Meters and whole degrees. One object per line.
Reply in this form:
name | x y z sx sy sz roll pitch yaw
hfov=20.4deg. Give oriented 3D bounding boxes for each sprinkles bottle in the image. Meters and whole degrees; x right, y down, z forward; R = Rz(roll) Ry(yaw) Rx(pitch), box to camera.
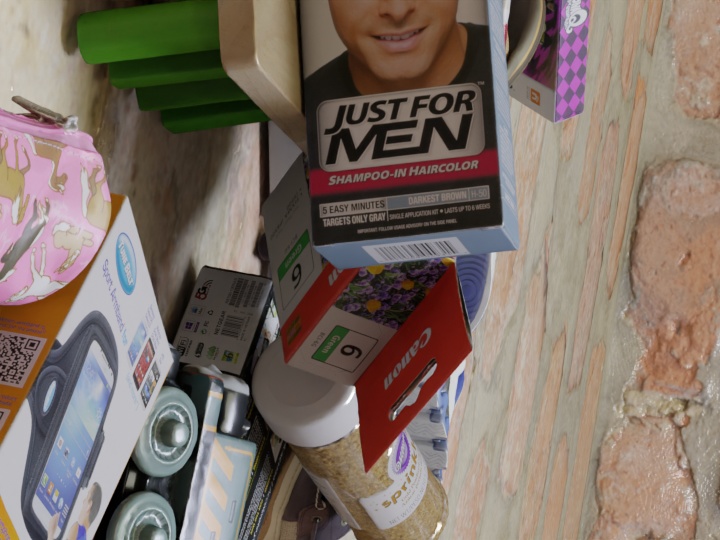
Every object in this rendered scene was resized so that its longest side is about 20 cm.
sprinkles bottle | -0.003 0.109 1.226 0.200 0.068 0.069 60 41 -54

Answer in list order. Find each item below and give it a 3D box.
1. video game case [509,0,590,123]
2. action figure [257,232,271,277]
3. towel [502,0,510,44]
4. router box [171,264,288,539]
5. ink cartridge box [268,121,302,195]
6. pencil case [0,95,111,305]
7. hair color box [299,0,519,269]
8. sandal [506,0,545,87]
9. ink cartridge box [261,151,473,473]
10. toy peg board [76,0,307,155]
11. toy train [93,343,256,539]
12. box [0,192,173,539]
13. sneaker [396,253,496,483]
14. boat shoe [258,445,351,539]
video game case | 0.104 -0.236 1.505 0.036 0.181 0.201 -22 130 -29
action figure | -0.024 0.041 1.385 0.200 0.069 0.131 68 26 -70
towel | 0.050 -0.116 1.160 0.144 0.023 0.202 -176 -85 -67
router box | -0.093 0.122 1.200 0.150 0.051 0.201 80 24 -55
ink cartridge box | -0.002 -0.144 1.314 0.145 0.083 0.201 -57 152 -58
pencil case | -0.167 -0.032 0.770 0.200 0.082 0.087 9 79 -75
hair color box | 0.023 -0.108 1.023 0.061 0.098 0.202 42 43 -73
sandal | 0.062 -0.138 1.278 0.054 0.080 0.201 56 45 -36
ink cartridge box | 0.000 0.000 1.106 0.109 0.050 0.201 -52 -149 31
toy peg board | -0.079 -0.169 1.043 0.200 0.097 0.201 42 43 -74
toy train | -0.110 0.138 1.035 0.114 0.085 0.202 21 76 -52
box | -0.136 0.058 0.904 0.119 0.041 0.201 81 26 -48
sneaker | 0.039 0.051 1.387 0.115 0.080 0.201 -78 180 -73
boat shoe | -0.029 0.153 1.348 0.072 0.064 0.201 -70 179 -48
